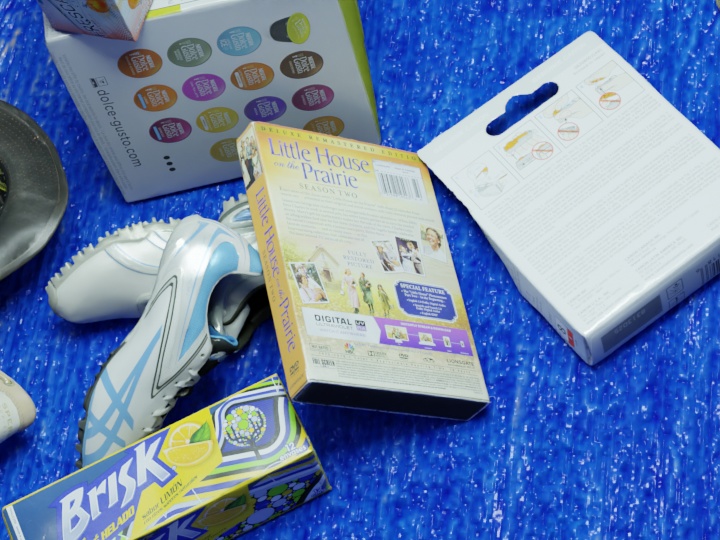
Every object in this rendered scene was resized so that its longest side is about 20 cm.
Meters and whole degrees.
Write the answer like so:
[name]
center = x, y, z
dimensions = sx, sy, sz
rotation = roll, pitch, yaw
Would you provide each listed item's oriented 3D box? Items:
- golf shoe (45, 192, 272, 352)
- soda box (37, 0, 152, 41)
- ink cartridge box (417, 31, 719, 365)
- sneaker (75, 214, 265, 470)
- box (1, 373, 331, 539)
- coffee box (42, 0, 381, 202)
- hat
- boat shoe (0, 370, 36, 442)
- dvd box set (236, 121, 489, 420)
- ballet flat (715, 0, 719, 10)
[golf shoe]
center = -0.116, 0.014, 1.340
dimensions = 0.199, 0.078, 0.098
rotation = -17, 66, 3
[soda box]
center = -0.148, -0.249, 1.256
dimensions = 0.063, 0.068, 0.201
rotation = 11, 66, 17
[ink cartridge box]
center = 0.158, -0.052, 1.342
dimensions = 0.162, 0.050, 0.200
rotation = -35, 54, -8
[sneaker]
center = -0.128, 0.063, 1.287
dimensions = 0.072, 0.072, 0.201
rotation = 28, 99, 8
[box]
center = -0.125, 0.148, 1.270
dimensions = 0.199, 0.070, 0.064
rotation = -26, 60, -4
[coffee box]
center = -0.106, -0.201, 1.378
dimensions = 0.196, 0.200, 0.201
rotation = -12, 59, 5
[hat]
center = -0.304, -0.030, 1.396
dimensions = 0.199, 0.081, 0.202
rotation = 1, 54, -1
[boat shoe]
center = -0.305, 0.066, 1.357
dimensions = 0.199, 0.073, 0.065
rotation = 28, 34, 35
[dvd box set]
center = 0.000, 0.000, 1.298
dimensions = 0.146, 0.029, 0.201
rotation = 8, 54, -35
[ballet flat]
center = 0.320, -0.159, 1.349
dimensions = 0.071, 0.071, 0.200
rotation = -38, 62, -10
